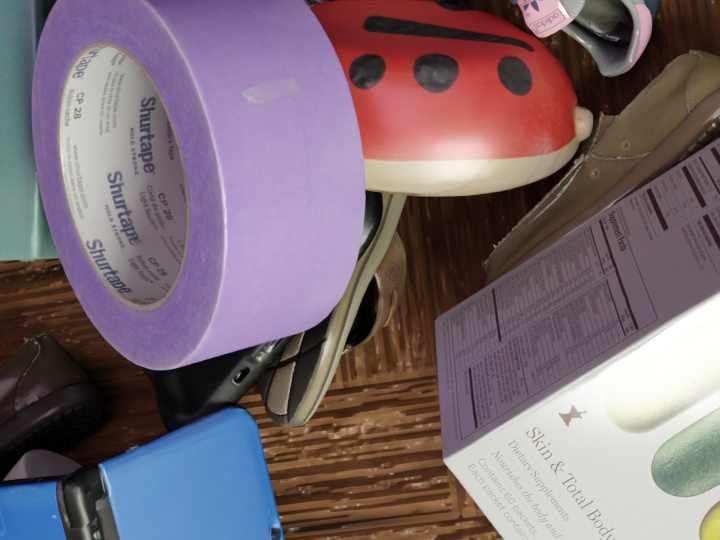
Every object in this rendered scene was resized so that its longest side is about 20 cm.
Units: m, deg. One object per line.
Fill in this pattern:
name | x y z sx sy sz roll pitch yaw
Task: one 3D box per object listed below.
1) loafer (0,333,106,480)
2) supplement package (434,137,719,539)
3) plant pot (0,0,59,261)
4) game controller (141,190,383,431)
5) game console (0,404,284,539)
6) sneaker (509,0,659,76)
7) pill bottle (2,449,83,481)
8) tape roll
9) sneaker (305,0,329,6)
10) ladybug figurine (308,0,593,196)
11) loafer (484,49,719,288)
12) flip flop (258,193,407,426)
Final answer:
loafer | -0.253 0.105 0.960 0.199 0.073 0.072 -28 68 10
supplement package | 0.160 0.059 0.743 0.199 0.151 0.152 -33 109 14
plant pot | -0.219 -0.106 0.923 0.140 0.141 0.202 -1 92 19
game controller | -0.061 0.009 0.878 0.200 0.042 0.105 -50 46 21
game console | -0.137 0.194 0.860 0.169 0.118 0.202 -8 102 21
sneaker | 0.089 -0.171 0.785 0.070 0.199 0.083 -19 57 48
pill bottle | -0.230 0.210 0.915 0.111 0.111 0.200 42 100 17
tape roll | -0.089 -0.055 0.779 0.199 0.084 0.202 25 122 49
sneaker | -0.094 -0.092 0.905 0.075 0.082 0.201 38 99 17
ladybug figurine | 0.027 -0.100 0.814 0.198 0.136 0.072 6 128 7
loafer | 0.145 -0.042 0.828 0.200 0.076 0.068 -40 40 20
flip flop | 0.000 0.000 0.878 0.081 0.057 0.201 7 72 59
